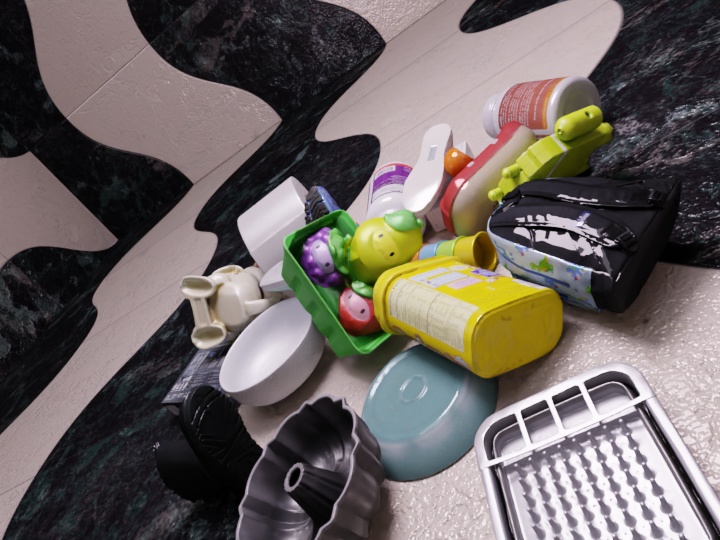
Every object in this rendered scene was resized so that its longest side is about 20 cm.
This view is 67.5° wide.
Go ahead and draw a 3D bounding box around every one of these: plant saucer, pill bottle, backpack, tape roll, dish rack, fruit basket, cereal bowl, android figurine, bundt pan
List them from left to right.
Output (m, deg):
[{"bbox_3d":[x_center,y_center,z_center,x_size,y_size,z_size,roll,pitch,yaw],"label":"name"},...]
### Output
[{"bbox_3d":[-0.134,0.144,0.897,0.198,0.084,0.201,-31,27,17],"label":"cereal bowl"},{"bbox_3d":[-0.134,-0.067,1.096,0.138,0.204,0.203,-34,26,6],"label":"tape roll"},{"bbox_3d":[-0.048,0.248,0.606,0.201,0.075,0.204,-40,27,24],"label":"bundt pan"},{"bbox_3d":[0.000,0.000,0.775,0.154,0.219,0.213,-31,17,-38],"label":"fruit basket"},{"bbox_3d":[0.067,-0.115,1.007,0.111,0.113,0.202,-28,29,22],"label":"pill bottle"},{"bbox_3d":[0.072,0.155,0.663,0.198,0.036,0.201,-31,27,17],"label":"plant saucer"},{"bbox_3d":[0.305,-0.271,0.939,0.112,0.113,0.199,-43,27,-9],"label":"pill bottle"},{"bbox_3d":[0.264,-0.147,0.759,0.197,0.041,0.183,-24,-22,-23],"label":"android figurine"},{"bbox_3d":[0.246,-0.039,0.641,0.198,0.155,0.164,25,67,38],"label":"backpack"},{"bbox_3d":[0.191,0.185,0.451,0.170,0.044,0.201,-30,27,17],"label":"dish rack"}]

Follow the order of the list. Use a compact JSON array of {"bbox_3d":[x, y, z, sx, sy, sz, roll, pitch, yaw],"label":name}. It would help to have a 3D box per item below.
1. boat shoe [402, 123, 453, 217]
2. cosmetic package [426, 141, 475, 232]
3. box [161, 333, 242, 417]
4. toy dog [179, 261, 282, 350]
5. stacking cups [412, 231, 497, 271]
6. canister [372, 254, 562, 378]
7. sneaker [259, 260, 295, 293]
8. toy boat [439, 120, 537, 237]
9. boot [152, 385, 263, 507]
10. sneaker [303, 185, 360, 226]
[{"bbox_3d":[0.126,-0.164,0.943,0.071,0.069,0.203,-6,52,28],"label":"boat shoe"},{"bbox_3d":[0.172,-0.160,1.009,0.082,0.051,0.202,-26,29,30],"label":"cosmetic package"},{"bbox_3d":[-0.276,0.199,1.034,0.198,0.051,0.159,-16,34,41],"label":"box"},{"bbox_3d":[-0.230,0.044,1.070,0.191,0.142,0.200,-18,6,22],"label":"toy dog"},{"bbox_3d":[0.120,-0.015,0.851,0.198,0.061,0.061,-11,37,51],"label":"stacking cups"},{"bbox_3d":[0.125,0.048,0.662,0.146,0.088,0.199,-15,18,-26],"label":"canister"},{"bbox_3d":[-0.077,0.032,0.949,0.197,0.119,0.074,-14,32,24],"label":"sneaker"},{"bbox_3d":[0.188,-0.157,0.862,0.200,0.131,0.130,-43,58,-9],"label":"toy boat"},{"bbox_3d":[-0.221,0.245,0.737,0.160,0.200,0.074,-13,31,30],"label":"boot"},{"bbox_3d":[-0.032,-0.066,0.983,0.075,0.202,0.078,-22,14,43],"label":"sneaker"}]
